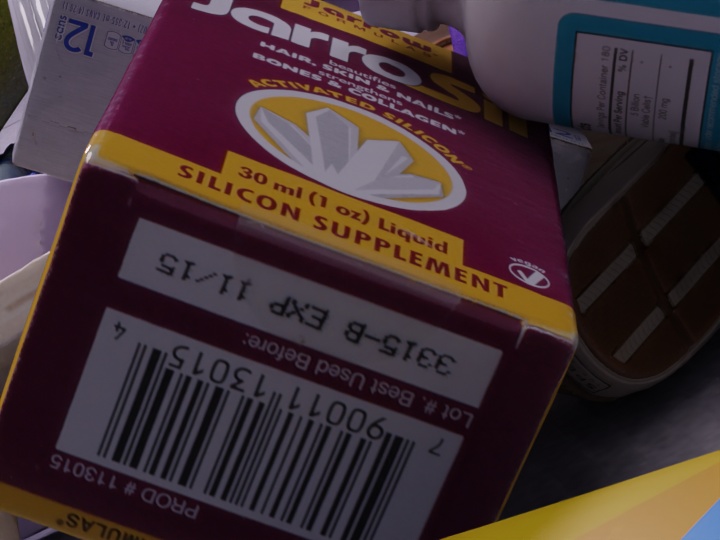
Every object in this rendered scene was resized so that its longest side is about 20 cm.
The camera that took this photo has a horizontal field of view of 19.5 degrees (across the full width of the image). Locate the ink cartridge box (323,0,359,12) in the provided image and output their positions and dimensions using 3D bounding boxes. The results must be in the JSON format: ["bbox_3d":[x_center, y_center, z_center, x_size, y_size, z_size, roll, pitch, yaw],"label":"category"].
[{"bbox_3d":[0.036,-0.158,0.791,0.199,0.083,0.147,-12,-3,1],"label":"ink cartridge box"}]

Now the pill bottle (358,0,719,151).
[{"bbox_3d":[0.103,-0.091,0.608,0.199,0.111,0.111,10,21,9],"label":"pill bottle"}]

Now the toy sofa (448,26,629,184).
[{"bbox_3d":[0.052,-0.073,0.902,0.083,0.098,0.200,-16,10,-16],"label":"toy sofa"}]

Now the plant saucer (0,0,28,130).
[{"bbox_3d":[-0.177,-0.115,1.034,0.200,0.048,0.200,-59,12,-18],"label":"plant saucer"}]

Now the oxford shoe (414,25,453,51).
[{"bbox_3d":[0.113,-0.117,1.107,0.200,0.072,0.071,-31,41,-21],"label":"oxford shoe"}]

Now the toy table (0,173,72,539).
[{"bbox_3d":[-0.154,0.038,0.747,0.200,0.184,0.117,-42,-6,8],"label":"toy table"}]

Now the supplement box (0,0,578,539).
[{"bbox_3d":[-0.018,0.000,0.596,0.200,0.130,0.103,-86,16,-67],"label":"supplement box"}]

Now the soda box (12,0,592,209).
[{"bbox_3d":[-0.021,-0.048,0.767,0.199,0.069,0.063,16,15,-5],"label":"soda box"}]

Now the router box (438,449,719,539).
[{"bbox_3d":[0.029,0.104,0.367,0.149,0.051,0.200,-22,13,24],"label":"router box"}]

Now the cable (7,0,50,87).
[{"bbox_3d":[-0.096,-0.053,0.902,0.069,0.201,0.200,-19,12,-3],"label":"cable"}]

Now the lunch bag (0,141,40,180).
[{"bbox_3d":[-0.191,0.019,0.986,0.161,0.082,0.200,-49,10,4],"label":"lunch bag"}]

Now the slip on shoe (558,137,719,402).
[{"bbox_3d":[0.118,-0.023,0.681,0.200,0.076,0.061,-41,6,-30],"label":"slip on shoe"}]
